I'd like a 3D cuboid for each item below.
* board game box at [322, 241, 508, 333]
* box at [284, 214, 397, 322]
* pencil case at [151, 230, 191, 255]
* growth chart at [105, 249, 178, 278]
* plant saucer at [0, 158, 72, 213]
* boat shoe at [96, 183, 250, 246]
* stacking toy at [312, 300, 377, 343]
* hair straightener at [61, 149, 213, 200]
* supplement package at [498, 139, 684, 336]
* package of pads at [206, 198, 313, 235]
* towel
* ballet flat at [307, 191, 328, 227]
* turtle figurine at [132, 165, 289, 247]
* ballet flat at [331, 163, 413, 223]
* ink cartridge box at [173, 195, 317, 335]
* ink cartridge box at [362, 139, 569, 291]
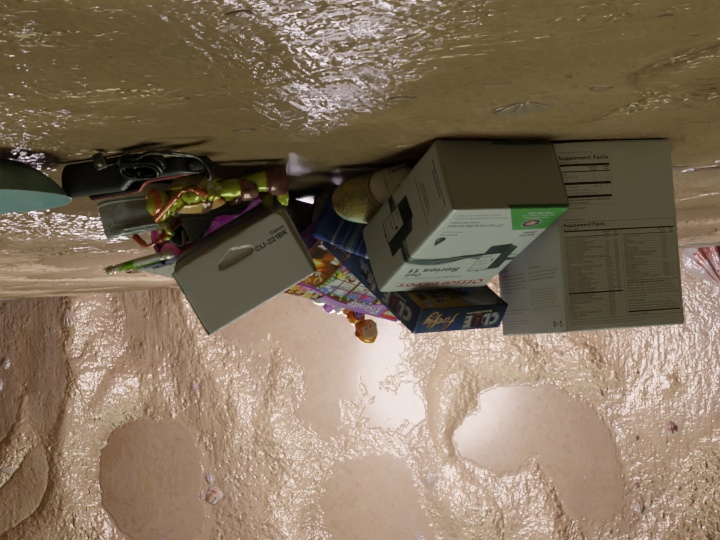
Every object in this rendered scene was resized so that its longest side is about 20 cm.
[{"bbox_3d":[0.062,0.003,1.605,0.134,0.035,0.200,-2,-147,-37],"label":"board game box"},{"bbox_3d":[0.000,0.000,1.748,0.198,0.039,0.137,15,144,-28],"label":"box"},{"bbox_3d":[-0.205,-0.041,1.911,0.093,0.092,0.199,-14,175,25],"label":"pencil case"},{"bbox_3d":[-0.212,0.001,1.776,0.199,0.018,0.144,14,160,-42],"label":"growth chart"},{"bbox_3d":[-0.383,-0.084,1.329,0.198,0.039,0.201,-3,176,0],"label":"plant saucer"},{"bbox_3d":[-0.215,-0.063,1.584,0.199,0.072,0.070,-3,176,-38],"label":"boat shoe"},{"bbox_3d":[-0.038,0.021,1.946,0.116,0.201,0.110,-28,169,-42],"label":"stacking toy"},{"bbox_3d":[-0.223,-0.092,1.318,0.198,0.041,0.077,1,180,37],"label":"hair straightener"},{"bbox_3d":[0.252,-0.032,1.534,0.145,0.203,0.191,-3,177,-16],"label":"supplement package"},{"bbox_3d":[-0.129,-0.056,1.796,0.119,0.077,0.200,-7,176,15],"label":"package of pads"},{"bbox_3d":[0.047,-0.040,1.611,0.198,0.024,0.145,20,-154,2],"label":"towel"},{"bbox_3d":[-0.037,-0.031,1.802,0.056,0.067,0.201,9,141,14],"label":"ballet flat"},{"bbox_3d":[-0.166,-0.078,1.450,0.160,0.065,0.200,-11,170,-26],"label":"turtle figurine"},{"bbox_3d":[0.066,-0.094,1.545,0.198,0.072,0.071,-2,176,-21],"label":"ballet flat"},{"bbox_3d":[-0.134,-0.011,1.565,0.143,0.084,0.200,-31,-171,-1],"label":"ink cartridge box"},{"bbox_3d":[0.109,-0.056,1.460,0.145,0.084,0.200,-3,156,-25],"label":"ink cartridge box"}]
